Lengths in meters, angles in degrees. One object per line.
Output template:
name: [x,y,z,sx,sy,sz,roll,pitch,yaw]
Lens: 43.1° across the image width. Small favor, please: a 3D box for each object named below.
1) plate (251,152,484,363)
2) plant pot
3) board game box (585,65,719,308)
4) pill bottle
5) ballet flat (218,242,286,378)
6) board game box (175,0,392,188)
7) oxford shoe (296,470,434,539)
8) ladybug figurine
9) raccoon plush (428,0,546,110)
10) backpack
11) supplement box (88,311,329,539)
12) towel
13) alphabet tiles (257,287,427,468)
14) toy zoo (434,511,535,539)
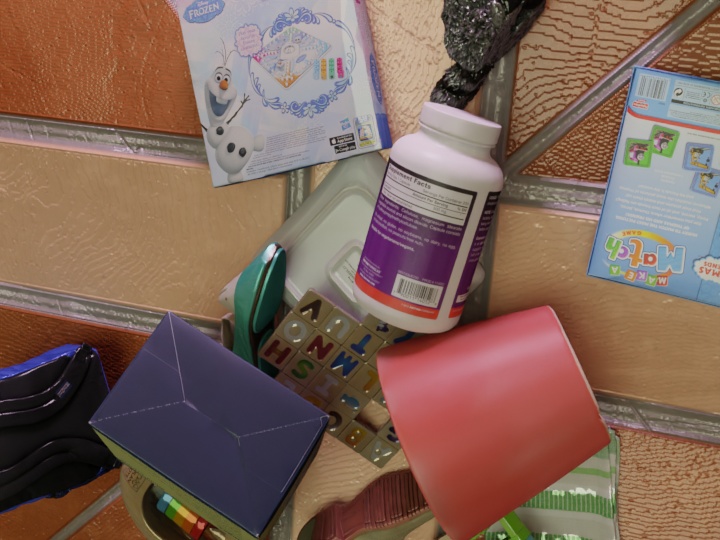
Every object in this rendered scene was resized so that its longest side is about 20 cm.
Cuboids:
plate: [0.000,0.000,0.979,0.200,0.032,0.200,47,112,4]
plant pot: [0.134,0.135,0.886,0.175,0.200,0.203,-25,94,7]
board game box: [0.307,-0.076,0.853,0.149,0.037,0.204,14,106,15]
pill bottle: [0.068,-0.051,0.869,0.111,0.112,0.203,20,106,13]
ballet flat: [-0.124,0.053,0.996,0.069,0.067,0.203,18,126,17]
board game box: [-0.080,-0.205,0.945,0.197,0.043,0.203,-9,95,21]
oxford shoe: [0.025,0.287,1.031,0.198,0.071,0.074,-27,118,22]
ladybug figurine: [-0.201,0.279,1.091,0.199,0.072,0.136,40,112,6]
raccoon plush: [0.081,-0.249,0.865,0.134,0.096,0.201,45,113,12]
backpack: [-0.401,0.193,1.061,0.167,0.198,0.165,-12,98,52]
supplement box: [-0.152,0.178,0.959,0.198,0.200,0.135,32,69,6]
towel: [0.203,0.261,0.976,0.150,0.023,0.204,-1,102,20]
alphabet tiles: [-0.004,0.109,0.981,0.199,0.008,0.168,35,112,-15]
toy zoo: [0.170,0.352,0.970,0.201,0.020,0.131,54,134,11]
